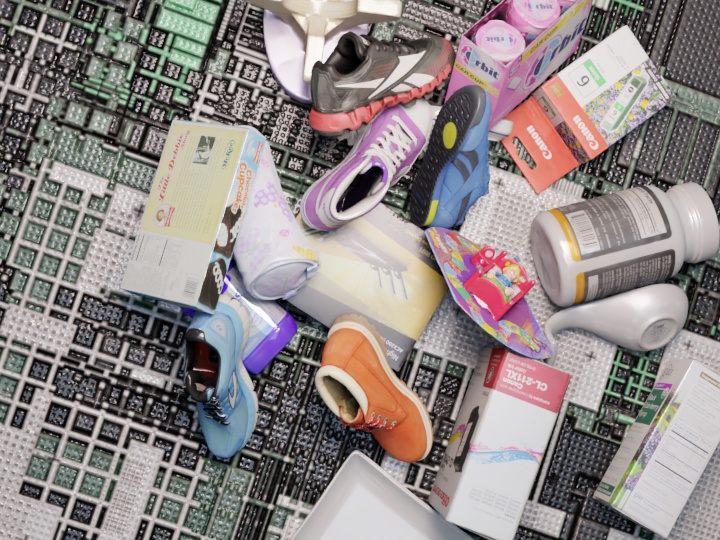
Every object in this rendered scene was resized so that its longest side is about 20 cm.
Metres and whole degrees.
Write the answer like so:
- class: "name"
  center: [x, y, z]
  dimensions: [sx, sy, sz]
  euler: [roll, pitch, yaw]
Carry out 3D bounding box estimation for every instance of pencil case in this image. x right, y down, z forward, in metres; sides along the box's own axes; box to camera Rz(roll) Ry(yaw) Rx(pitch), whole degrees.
- class: "pencil case"
  center: [-0.118, -0.067, 1.250]
  dimensions: [0.090, 0.083, 0.201]
  euler: [-26, 66, -1]

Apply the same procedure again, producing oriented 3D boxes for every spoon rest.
- class: "spoon rest"
  center: [0.301, 0.064, 1.319]
  dimensions: [0.199, 0.061, 0.100]
  euler: [-10, 131, -18]

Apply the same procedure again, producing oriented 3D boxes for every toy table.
- class: "toy table"
  center: [-0.050, -0.304, 1.285]
  dimensions: [0.182, 0.117, 0.202]
  euler: [-5, 89, -6]

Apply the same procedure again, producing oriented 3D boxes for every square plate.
- class: "square plate"
  center: [0.011, 0.348, 1.305]
  dimensions: [0.198, 0.028, 0.200]
  euler: [38, 84, -4]

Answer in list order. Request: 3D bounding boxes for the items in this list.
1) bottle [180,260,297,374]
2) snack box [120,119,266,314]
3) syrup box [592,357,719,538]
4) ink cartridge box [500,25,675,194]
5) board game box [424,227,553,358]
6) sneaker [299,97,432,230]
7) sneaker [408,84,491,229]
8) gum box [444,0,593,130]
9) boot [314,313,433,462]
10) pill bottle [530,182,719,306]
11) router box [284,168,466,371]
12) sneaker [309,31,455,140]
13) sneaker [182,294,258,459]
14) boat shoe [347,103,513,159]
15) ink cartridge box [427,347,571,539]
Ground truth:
- class: "bottle"
  center: [-0.167, 0.027, 1.279]
  dimensions: [0.200, 0.065, 0.084]
  euler: [44, 101, -3]
- class: "snack box"
  center: [-0.183, -0.062, 1.209]
  dimensions: [0.116, 0.037, 0.201]
  euler: [11, 81, 34]
- class: "syrup box"
  center: [0.368, 0.208, 1.324]
  dimensions: [0.081, 0.079, 0.201]
  euler: [30, 85, -3]
- class: "ink cartridge box"
  center: [0.270, -0.194, 1.346]
  dimensions: [0.200, 0.050, 0.109]
  euler: [-36, 91, -7]
- class: "board game box"
  center: [0.156, 0.010, 1.251]
  dimensions: [0.157, 0.201, 0.039]
  euler: [26, 118, -33]
- class: "sneaker"
  center: [0.027, -0.120, 1.213]
  dimensions: [0.073, 0.114, 0.201]
  euler: [43, 73, -14]
- class: "sneaker"
  center: [0.120, -0.129, 1.276]
  dimensions: [0.078, 0.201, 0.066]
  euler: [-1, 45, -22]
- class: "gum box"
  center: [0.190, -0.265, 1.275]
  dimensions: [0.066, 0.114, 0.200]
  euler: [38, 61, 16]
- class: "boot"
  center: [0.012, 0.160, 1.256]
  dimensions: [0.075, 0.107, 0.201]
  euler: [-21, 114, 27]
- class: "pill bottle"
  center: [0.311, -0.035, 1.311]
  dimensions: [0.199, 0.116, 0.117]
  euler: [-14, 89, -7]
- class: "router box"
  center: [0.000, 0.000, 1.307]
  dimensions: [0.199, 0.052, 0.158]
  euler: [32, 85, -4]
- class: "sneaker"
  center: [0.024, -0.224, 1.217]
  dimensions: [0.200, 0.071, 0.098]
  euler: [-30, 126, -25]
- class: "sneaker"
  center: [-0.170, 0.129, 1.235]
  dimensions: [0.078, 0.090, 0.201]
  euler: [7, 119, 21]
- class: "boat shoe"
  center: [0.081, -0.164, 1.317]
  dimensions: [0.198, 0.072, 0.066]
  euler: [5, 101, -11]
- class: "ink cartridge box"
  center: [0.155, 0.196, 1.268]
  dimensions: [0.082, 0.146, 0.201]
  euler: [21, 85, -3]
